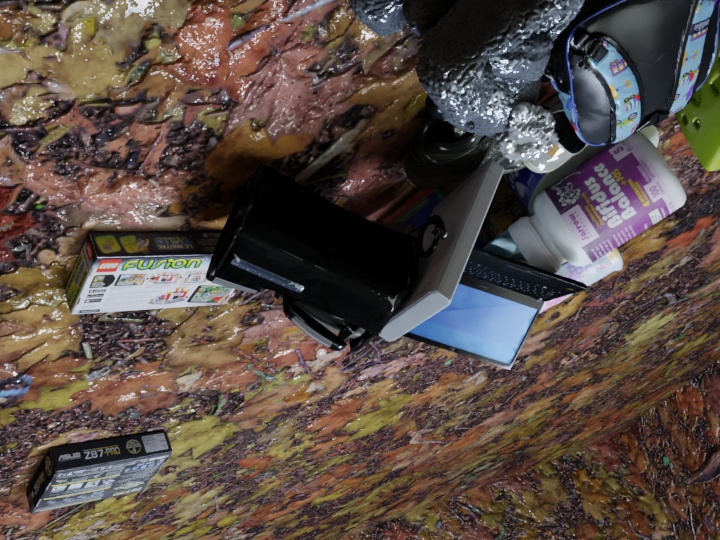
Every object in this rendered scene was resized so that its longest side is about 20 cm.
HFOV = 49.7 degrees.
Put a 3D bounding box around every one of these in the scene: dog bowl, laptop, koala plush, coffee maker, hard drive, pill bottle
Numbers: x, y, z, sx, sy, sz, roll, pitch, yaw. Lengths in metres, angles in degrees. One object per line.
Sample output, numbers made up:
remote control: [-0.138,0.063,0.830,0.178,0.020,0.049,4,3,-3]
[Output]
dog bowl: [0.294,-0.156,1.050,0.200,0.079,0.200,-21,153,-11]
laptop: [0.162,0.052,1.012,0.177,0.103,0.200,18,168,-7]
koala plush: [0.119,-0.196,0.718,0.184,0.177,0.200,-32,147,-3]
coffee maker: [-0.045,-0.030,0.853,0.200,0.135,0.192,26,110,-17]
hard drive: [0.091,-0.023,0.885,0.027,0.200,0.132,34,145,-11]
pill bottle: [0.291,-0.075,0.980,0.200,0.112,0.112,-35,152,15]

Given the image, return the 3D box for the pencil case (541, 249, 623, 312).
pencil case: [0.368,0.004,1.395,0.200,0.083,0.091,-31,155,9]

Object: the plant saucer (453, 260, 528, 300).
plant saucer: [0.166,0.043,1.137,0.200,0.035,0.200,-10,156,-5]

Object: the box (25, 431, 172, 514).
box: [-0.439,0.340,1.313,0.200,0.049,0.161,-2,142,-40]

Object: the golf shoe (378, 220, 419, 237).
golf shoe: [0.000,0.000,1.019,0.200,0.078,0.097,-14,122,12]

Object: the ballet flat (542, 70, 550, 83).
ballet flat: [0.224,-0.236,0.881,0.200,0.046,0.067,-16,151,-20]

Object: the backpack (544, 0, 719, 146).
backpack: [0.270,-0.236,0.798,0.182,0.135,0.200,-29,144,2]

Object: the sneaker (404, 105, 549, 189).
sneaker: [0.152,-0.165,0.912,0.199,0.076,0.114,-15,158,-11]

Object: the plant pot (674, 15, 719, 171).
plant pot: [0.464,-0.264,0.897,0.200,0.182,0.199,-19,152,-13]

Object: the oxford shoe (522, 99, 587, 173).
oxford shoe: [0.262,-0.187,0.910,0.200,0.075,0.058,-44,180,-26]

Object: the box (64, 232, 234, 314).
box: [-0.230,0.002,0.914,0.200,0.035,0.110,-2,144,-39]

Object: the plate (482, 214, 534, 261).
plate: [0.247,-0.026,1.129,0.200,0.026,0.200,-21,154,-11]

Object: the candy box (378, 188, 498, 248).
candy box: [0.094,-0.022,1.114,0.169,0.077,0.200,-36,153,21]
